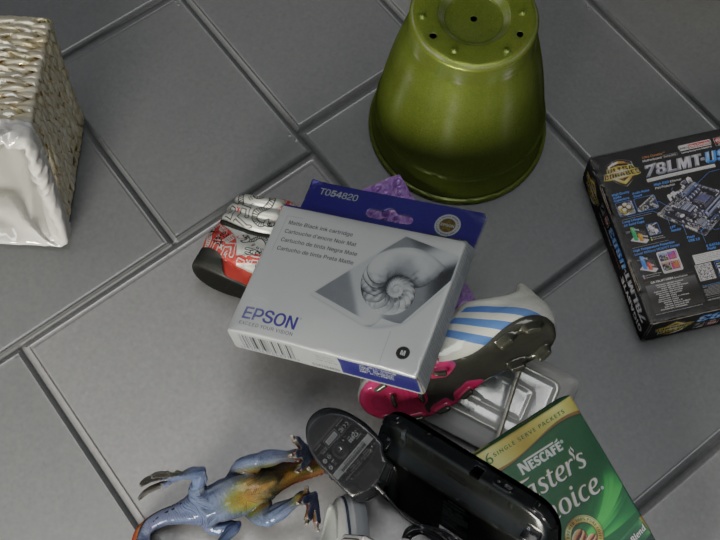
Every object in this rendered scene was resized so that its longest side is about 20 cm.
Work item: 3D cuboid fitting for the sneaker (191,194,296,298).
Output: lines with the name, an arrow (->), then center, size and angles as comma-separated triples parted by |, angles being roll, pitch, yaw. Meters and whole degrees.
sneaker -> -0.062, -0.007, 1.201 | 0.199, 0.067, 0.109 | 23, 68, 13

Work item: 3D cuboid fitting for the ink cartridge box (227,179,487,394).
ink cartridge box -> 0.000, 0.000, 1.117 | 0.197, 0.041, 0.202 | 11, 61, 21

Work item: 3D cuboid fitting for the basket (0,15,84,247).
basket -> -0.389, -0.141, 1.189 | 0.196, 0.199, 0.163 | 4, 61, 1

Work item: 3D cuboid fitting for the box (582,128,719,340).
box -> 0.356, -0.045, 1.239 | 0.197, 0.050, 0.201 | -12, 64, -7

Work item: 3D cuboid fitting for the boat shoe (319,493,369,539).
boat shoe -> -0.037, 0.293, 1.045 | 0.066, 0.074, 0.203 | 13, 63, -15

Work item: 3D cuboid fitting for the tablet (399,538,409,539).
tablet -> 0.007, 0.329, 0.948 | 0.200, 0.014, 0.131 | -41, 94, -20

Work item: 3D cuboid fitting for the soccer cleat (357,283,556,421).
soccer cleat -> 0.088, 0.077, 1.119 | 0.197, 0.070, 0.087 | -22, 34, 3

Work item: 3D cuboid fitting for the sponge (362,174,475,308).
sponge -> 0.038, 0.005, 1.219 | 0.110, 0.030, 0.202 | -25, 67, -12

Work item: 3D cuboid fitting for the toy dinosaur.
toy dinosaur -> -0.120, 0.225, 1.097 | 0.179, 0.199, 0.107 | -21, 80, 25

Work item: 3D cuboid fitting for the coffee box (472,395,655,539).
coffee box -> 0.188, 0.230, 1.078 | 0.122, 0.044, 0.202 | -27, 82, -14

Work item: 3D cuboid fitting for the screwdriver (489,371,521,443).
screwdriver -> 0.129, 0.147, 1.118 | 0.029, 0.028, 0.203 | 17, 85, -27

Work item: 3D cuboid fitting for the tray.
tray -> 0.108, 0.107, 1.151 | 0.198, 0.022, 0.109 | 27, 74, 2

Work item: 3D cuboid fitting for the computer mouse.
computer mouse -> 0.027, 0.200, 1.062 | 0.059, 0.034, 0.200 | -45, 78, 6

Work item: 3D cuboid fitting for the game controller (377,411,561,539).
game controller -> 0.091, 0.206, 1.057 | 0.199, 0.106, 0.042 | 29, 50, 34

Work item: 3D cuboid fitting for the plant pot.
plant pot -> 0.110, -0.206, 1.232 | 0.197, 0.194, 0.203 | 1, 63, -1

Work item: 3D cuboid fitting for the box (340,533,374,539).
box -> 0.054, 0.319, 1.003 | 0.198, 0.060, 0.118 | 30, 72, -10
